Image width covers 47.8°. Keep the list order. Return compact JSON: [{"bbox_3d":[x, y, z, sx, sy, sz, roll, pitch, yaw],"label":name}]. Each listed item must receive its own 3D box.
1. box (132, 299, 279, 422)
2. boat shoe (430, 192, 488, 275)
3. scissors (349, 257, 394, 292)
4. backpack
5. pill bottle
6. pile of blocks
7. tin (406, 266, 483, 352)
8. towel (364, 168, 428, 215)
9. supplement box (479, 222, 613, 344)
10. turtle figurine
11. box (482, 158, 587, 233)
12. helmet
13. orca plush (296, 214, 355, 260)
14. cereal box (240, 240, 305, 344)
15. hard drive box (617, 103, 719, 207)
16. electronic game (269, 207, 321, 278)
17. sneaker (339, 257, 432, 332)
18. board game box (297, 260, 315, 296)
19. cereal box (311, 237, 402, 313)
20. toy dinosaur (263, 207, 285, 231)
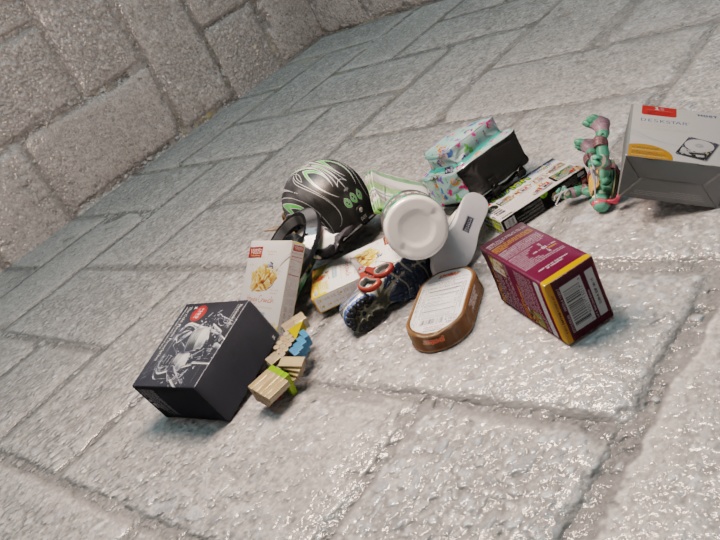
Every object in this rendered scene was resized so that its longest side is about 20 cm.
[{"bbox_3d":[-0.280,0.162,1.481,0.182,0.104,0.200,-5,44,39],"label":"box"},{"bbox_3d":[0.177,-0.058,1.519,0.200,0.072,0.066,-67,5,-29],"label":"boat shoe"},{"bbox_3d":[0.000,0.005,1.495,0.073,0.014,0.200,-47,23,-14],"label":"scissors"},{"bbox_3d":[0.218,-0.213,1.665,0.177,0.151,0.200,-37,7,-23],"label":"backpack"},{"bbox_3d":[0.094,-0.088,1.474,0.113,0.113,0.200,-27,9,3],"label":"pill bottle"},{"bbox_3d":[-0.119,0.164,1.413,0.082,0.062,0.200,0,43,26],"label":"pile of blocks"},{"bbox_3d":[0.142,0.061,1.364,0.112,0.042,0.200,-11,30,25],"label":"tin"},{"bbox_3d":[0.090,-0.157,1.737,0.149,0.031,0.200,11,26,-12],"label":"towel"},{"bbox_3d":[0.276,0.014,1.226,0.086,0.110,0.200,-31,25,-8],"label":"supplement box"},{"bbox_3d":[0.414,-0.171,1.451,0.150,0.101,0.200,129,156,-55],"label":"turtle figurine"},{"bbox_3d":[0.328,-0.145,1.566,0.200,0.035,0.110,-32,25,-9],"label":"box"},{"bbox_3d":[-0.078,-0.151,1.788,0.200,0.191,0.200,-40,1,1],"label":"helmet"},{"bbox_3d":[-0.060,-0.062,1.657,0.200,0.071,0.105,-20,61,56],"label":"orca plush"},{"bbox_3d":[-0.179,0.041,1.584,0.144,0.039,0.200,1,81,49],"label":"cereal box"},{"bbox_3d":[0.518,-0.194,1.353,0.156,0.077,0.200,9,37,14],"label":"hard drive box"},{"bbox_3d":[-0.143,-0.037,1.662,0.200,0.042,0.200,-40,35,35],"label":"electronic game"},{"bbox_3d":[0.040,0.029,1.486,0.200,0.077,0.085,-34,21,-14],"label":"sneaker"},{"bbox_3d":[-0.148,0.036,1.684,0.105,0.023,0.200,-40,16,35],"label":"board game box"},{"bbox_3d":[0.000,0.000,1.598,0.200,0.040,0.144,-26,21,7],"label":"cereal box"},{"bbox_3d":[-0.159,-0.154,2.041,0.200,0.086,0.136,-49,17,-6],"label":"toy dinosaur"}]
